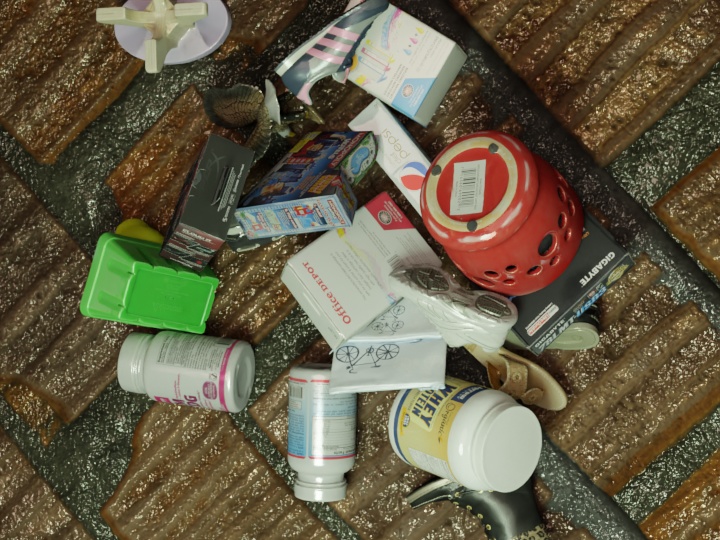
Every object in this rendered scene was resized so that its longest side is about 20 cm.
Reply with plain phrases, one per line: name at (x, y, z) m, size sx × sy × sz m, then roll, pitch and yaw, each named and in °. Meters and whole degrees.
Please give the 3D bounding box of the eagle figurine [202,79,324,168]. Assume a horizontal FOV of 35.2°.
eagle figurine at (-0.156, -0.227, 1.767) m, size 0.198 × 0.153 × 0.151 m, roll -24°, pitch 125°, yaw 19°

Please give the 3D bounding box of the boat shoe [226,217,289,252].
boat shoe at (-0.123, -0.082, 1.799) m, size 0.198 × 0.074 × 0.061 m, roll -20°, pitch 130°, yaw -2°

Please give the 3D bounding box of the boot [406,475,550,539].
boot at (0.182, 0.369, 1.727) m, size 0.198 × 0.073 × 0.152 m, roll -22°, pitch 86°, yaw 8°

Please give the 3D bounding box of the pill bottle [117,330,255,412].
pill bottle at (-0.277, 0.158, 1.813) m, size 0.197 × 0.113 × 0.115 m, roll 6°, pitch 92°, yaw 14°

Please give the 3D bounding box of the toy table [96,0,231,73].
toy table at (-0.318, -0.401, 1.815) m, size 0.198 × 0.117 × 0.186 m, roll -13°, pitch 88°, yaw 13°

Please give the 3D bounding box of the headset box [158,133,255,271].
headset box at (-0.227, -0.100, 1.683) m, size 0.074 × 0.200 × 0.150 m, roll 21°, pitch 69°, yaw -13°

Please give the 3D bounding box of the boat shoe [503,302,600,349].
boat shoe at (0.263, 0.077, 1.714) m, size 0.198 × 0.072 × 0.068 m, roll 0°, pitch 54°, yaw 20°

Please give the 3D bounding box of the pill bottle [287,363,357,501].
pill bottle at (-0.059, 0.249, 1.763) m, size 0.107 × 0.109 × 0.203 m, roll 2°, pitch 92°, yaw 14°

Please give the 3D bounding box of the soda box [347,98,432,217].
soda box at (0.070, -0.166, 1.746) m, size 0.064 × 0.068 × 0.201 m, roll -40°, pitch 82°, yaw 10°

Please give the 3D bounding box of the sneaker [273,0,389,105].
sneaker at (-0.026, -0.322, 1.650) m, size 0.199 × 0.070 × 0.082 m, roll -34°, pitch 99°, yaw 16°

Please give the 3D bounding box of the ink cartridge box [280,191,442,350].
ink cartridge box at (0.000, 0.000, 1.714) m, size 0.199 × 0.086 × 0.148 m, roll -35°, pitch 83°, yaw -19°

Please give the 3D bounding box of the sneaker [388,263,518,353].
sneaker at (0.123, 0.064, 1.642) m, size 0.198 × 0.078 × 0.100 m, roll 26°, pitch 128°, yaw 17°

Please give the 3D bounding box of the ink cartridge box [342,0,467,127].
ink cartridge box at (0.040, -0.328, 1.722) m, size 0.199 × 0.125 × 0.129 m, roll 32°, pitch 98°, yaw 11°

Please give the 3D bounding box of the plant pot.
plant pot at (0.196, -0.086, 1.601) m, size 0.198 × 0.182 × 0.203 m, roll -11°, pitch 65°, yaw 25°

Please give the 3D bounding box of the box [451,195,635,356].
box at (0.265, -0.013, 1.668) m, size 0.200 × 0.050 × 0.199 m, roll -44°, pitch 54°, yaw 8°

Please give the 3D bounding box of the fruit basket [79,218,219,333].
fruit basket at (-0.346, 0.008, 1.810) m, size 0.213 × 0.215 × 0.157 m, roll 19°, pitch 95°, yaw 13°

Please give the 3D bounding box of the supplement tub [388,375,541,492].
supplement tub at (0.151, 0.235, 1.652) m, size 0.199 × 0.143 × 0.146 m, roll 11°, pitch 94°, yaw 51°

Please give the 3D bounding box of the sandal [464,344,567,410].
sandal at (0.208, 0.156, 1.694) m, size 0.211 × 0.070 × 0.078 m, roll 42°, pitch 139°, yaw 2°

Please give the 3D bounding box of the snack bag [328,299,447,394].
snack bag at (0.042, 0.105, 1.715) m, size 0.186 × 0.201 × 0.022 m, roll -5°, pitch 134°, yaw 14°

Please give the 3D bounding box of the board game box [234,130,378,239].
board game box at (-0.060, -0.126, 1.694) m, size 0.199 × 0.200 × 0.062 m, roll 8°, pitch 137°, yaw 47°
